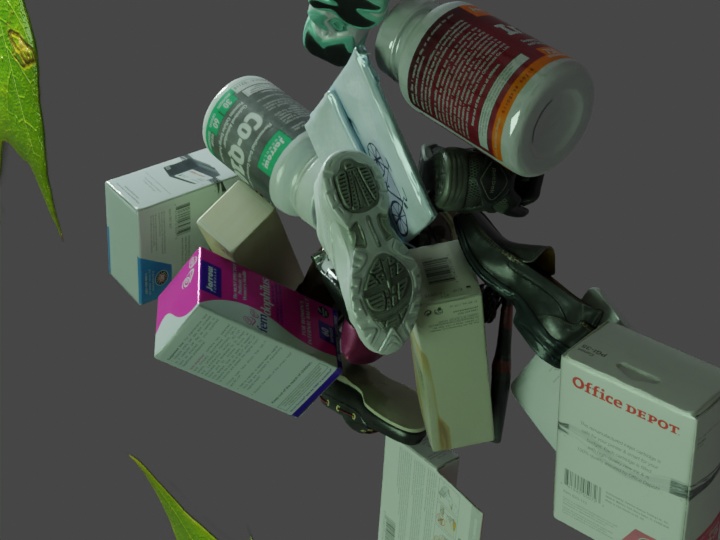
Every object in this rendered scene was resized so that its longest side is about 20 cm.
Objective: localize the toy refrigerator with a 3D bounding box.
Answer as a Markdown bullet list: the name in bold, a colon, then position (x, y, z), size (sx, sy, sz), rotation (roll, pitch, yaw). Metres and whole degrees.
- **toy refrigerator**: position (-0.133, -0.024, 1.514), size (0.070, 0.076, 0.200), rotation (39, 167, 22)

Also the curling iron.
- **curling iron**: position (0.148, 0.099, 1.336), size (0.049, 0.025, 0.201), rotation (32, 134, 52)

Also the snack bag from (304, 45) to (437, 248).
- **snack bag**: position (0.007, -0.103, 1.240), size (0.190, 0.021, 0.200), rotation (67, 159, 6)

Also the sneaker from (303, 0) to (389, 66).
- **sneaker**: position (0.002, -0.299, 1.214), size (0.077, 0.141, 0.200), rotation (26, 164, -9)

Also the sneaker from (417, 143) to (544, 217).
- **sneaker**: position (0.114, -0.087, 1.227), size (0.199, 0.113, 0.077), rotation (-168, 83, -80)

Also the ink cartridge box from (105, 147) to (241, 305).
- **ink cartridge box**: position (-0.217, -0.065, 1.572), size (0.084, 0.199, 0.146), rotation (38, 137, 37)

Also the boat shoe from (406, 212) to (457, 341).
- **boat shoe**: position (0.068, 0.021, 1.358), size (0.073, 0.065, 0.201), rotation (28, 132, 40)

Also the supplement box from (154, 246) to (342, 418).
- **supplement box**: position (-0.130, 0.074, 1.438), size (0.103, 0.199, 0.102), rotation (-47, 32, 32)

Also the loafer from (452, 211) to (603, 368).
- **loafer**: position (0.167, 0.002, 1.228), size (0.072, 0.073, 0.200), rotation (-47, 62, 20)

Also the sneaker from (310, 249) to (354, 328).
- **sneaker**: position (0.000, 0.000, 1.367), size (0.074, 0.088, 0.200), rotation (62, 180, -20)

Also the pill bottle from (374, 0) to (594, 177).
- **pill bottle**: position (0.109, -0.179, 1.143), size (0.200, 0.113, 0.114), rotation (37, 137, 34)

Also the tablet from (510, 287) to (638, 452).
- **tablet**: position (0.230, 0.119, 1.247), size (0.130, 0.014, 0.200), rotation (52, 144, 19)

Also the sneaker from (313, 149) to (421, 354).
- **sneaker**: position (0.002, -0.015, 1.219), size (0.099, 0.077, 0.202), rotation (156, 101, -71)

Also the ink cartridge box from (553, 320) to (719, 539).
- **ink cartridge box**: position (0.264, 0.168, 1.154), size (0.146, 0.083, 0.201), rotation (25, 131, 37)

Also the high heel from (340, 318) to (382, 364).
- **high heel**: position (-0.009, 0.091, 1.450), size (0.067, 0.096, 0.200), rotation (36, 156, 8)

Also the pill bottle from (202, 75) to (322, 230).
- **pill bottle**: position (-0.083, -0.134, 1.428), size (0.200, 0.113, 0.114), rotation (38, 137, 34)

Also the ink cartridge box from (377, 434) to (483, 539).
- **ink cartridge box**: position (0.095, 0.308, 1.512), size (0.176, 0.045, 0.201), rotation (36, 136, 38)

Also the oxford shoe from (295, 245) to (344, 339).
- **oxford shoe**: position (-0.058, 0.047, 1.529), size (0.073, 0.084, 0.201), rotation (46, 139, 29)

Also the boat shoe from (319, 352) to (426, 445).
- **boat shoe**: position (0.017, 0.165, 1.502), size (0.201, 0.073, 0.064), rotation (29, 120, 50)

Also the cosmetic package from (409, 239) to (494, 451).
- **cosmetic package**: position (0.091, 0.081, 1.299), size (0.105, 0.070, 0.201), rotation (-104, 4, -55)
